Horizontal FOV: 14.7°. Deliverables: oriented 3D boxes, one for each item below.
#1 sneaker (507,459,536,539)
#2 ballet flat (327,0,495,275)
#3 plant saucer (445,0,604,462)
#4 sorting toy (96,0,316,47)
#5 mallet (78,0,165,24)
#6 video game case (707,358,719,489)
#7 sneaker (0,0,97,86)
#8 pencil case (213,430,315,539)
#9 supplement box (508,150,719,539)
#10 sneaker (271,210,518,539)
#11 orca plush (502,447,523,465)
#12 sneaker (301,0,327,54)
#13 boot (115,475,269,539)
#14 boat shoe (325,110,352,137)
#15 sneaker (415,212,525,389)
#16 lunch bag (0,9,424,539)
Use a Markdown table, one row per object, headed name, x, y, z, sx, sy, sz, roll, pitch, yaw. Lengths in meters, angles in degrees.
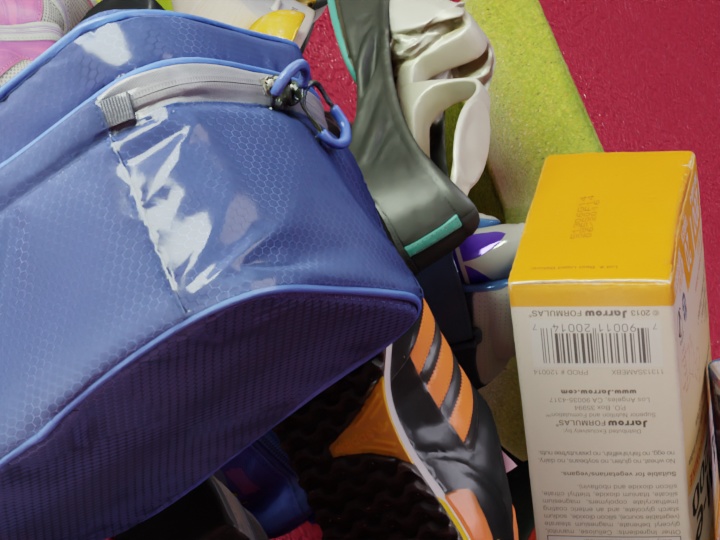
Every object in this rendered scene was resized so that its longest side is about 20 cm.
| name | x | y | z | sx | sy | sz | roll | pitch | yaw |
| --- | --- | --- | --- | --- | --- | --- | --- | --- | --- |
| sneaker | 0.096 | 0.176 | 1.354 | 0.108 | 0.067 | 0.201 | 54 | 22 | -16 |
| ballet flat | 0.027 | -0.076 | 1.237 | 0.068 | 0.068 | 0.200 | 50 | 25 | -41 |
| plant saucer | 0.068 | -0.027 | 1.440 | 0.200 | 0.048 | 0.200 | 100 | -20 | -44 |
| sorting toy | -0.118 | -0.126 | 1.244 | 0.180 | 0.107 | 0.200 | 34 | 15 | -6 |
| mallet | -0.087 | -0.119 | 1.152 | 0.066 | 0.041 | 0.200 | 57 | 14 | -31 |
| video game case | 0.189 | 0.139 | 1.181 | 0.200 | 0.018 | 0.143 | -116 | -164 | -67 |
| sneaker | -0.150 | -0.067 | 1.075 | 0.088 | 0.081 | 0.200 | 49 | 26 | 2 |
| pencil case | -0.071 | 0.028 | 1.133 | 0.200 | 0.078 | 0.087 | 48 | -1 | -25 |
| supplement box | 0.119 | 0.062 | 1.252 | 0.126 | 0.073 | 0.200 | -69 | 155 | -59 |
| sneaker | 0.009 | 0.047 | 1.115 | 0.090 | 0.070 | 0.200 | -22 | 93 | -64 |
| orca plush | 0.105 | 0.067 | 1.540 | 0.071 | 0.105 | 0.200 | 87 | -17 | -46 |
| sneaker | -0.091 | -0.157 | 1.401 | 0.066 | 0.091 | 0.200 | -22 | 52 | -34 |
| boot | -0.010 | 0.172 | 1.079 | 0.174 | 0.069 | 0.200 | 41 | 23 | -41 |
| boat shoe | 0.002 | -0.009 | 1.418 | 0.071 | 0.072 | 0.200 | 36 | 17 | -33 |
| sneaker | 0.000 | 0.000 | 1.251 | 0.200 | 0.146 | 0.081 | 38 | 27 | -47 |
| lunch bag | -0.086 | -0.006 | 0.959 | 0.136 | 0.200 | 0.132 | 9 | 49 | -60 |
